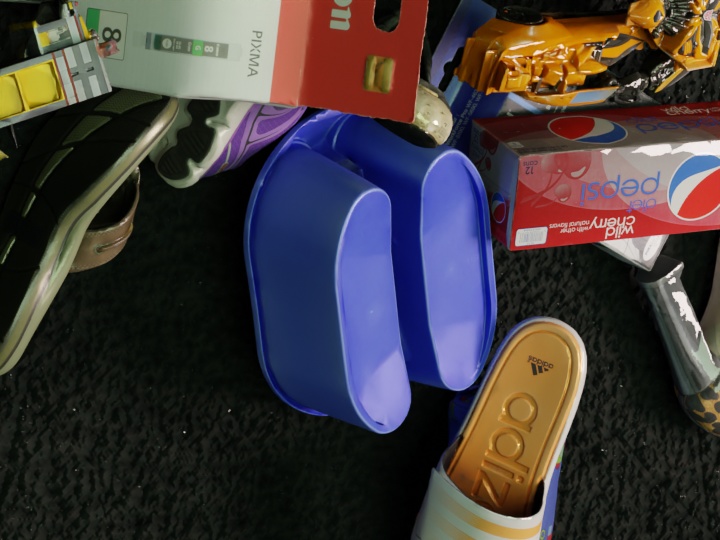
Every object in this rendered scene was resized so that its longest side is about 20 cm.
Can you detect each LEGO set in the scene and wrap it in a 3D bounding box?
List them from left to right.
[{"bbox_3d":[-0.208,-0.139,1.309,0.115,0.200,0.155,-20,93,-23],"label":"LEGO set"}]

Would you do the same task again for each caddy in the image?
[{"bbox_3d":[0.000,0.000,1.482,0.141,0.105,0.201,-26,122,-35],"label":"caddy"}]

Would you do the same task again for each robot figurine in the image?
[{"bbox_3d":[0.152,-0.160,1.482,0.199,0.058,0.146,-8,120,-35],"label":"robot figurine"}]

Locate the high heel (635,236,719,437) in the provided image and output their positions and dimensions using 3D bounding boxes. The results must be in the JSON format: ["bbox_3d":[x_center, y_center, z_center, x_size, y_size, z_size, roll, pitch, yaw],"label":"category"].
[{"bbox_3d":[0.286,0.017,1.641,0.199,0.071,0.143,-30,115,-11],"label":"high heel"}]

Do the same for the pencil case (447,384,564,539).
[{"bbox_3d":[0.081,0.171,1.570,0.078,0.086,0.202,-9,109,-64],"label":"pencil case"}]

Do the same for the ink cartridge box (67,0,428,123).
[{"bbox_3d":[-0.061,-0.170,1.326,0.050,0.199,0.162,-13,112,-66],"label":"ink cartridge box"}]

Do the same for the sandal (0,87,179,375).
[{"bbox_3d":[-0.169,-0.026,1.422,0.057,0.080,0.202,28,97,-43],"label":"sandal"}]

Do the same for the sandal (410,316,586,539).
[{"bbox_3d":[0.078,0.127,1.494,0.079,0.059,0.208,19,101,12],"label":"sandal"}]

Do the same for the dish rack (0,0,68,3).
[{"bbox_3d":[-0.129,-0.220,1.406,0.199,0.055,0.155,0,100,-23],"label":"dish rack"}]

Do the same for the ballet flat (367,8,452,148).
[{"bbox_3d":[0.021,-0.116,1.418,0.066,0.200,0.057,36,99,-17],"label":"ballet flat"}]

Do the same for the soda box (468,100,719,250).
[{"bbox_3d":[0.167,-0.061,1.521,0.199,0.070,0.064,-5,114,-23],"label":"soda box"}]

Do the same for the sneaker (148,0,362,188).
[{"bbox_3d":[-0.051,-0.128,1.414,0.083,0.200,0.081,-9,63,-48],"label":"sneaker"}]

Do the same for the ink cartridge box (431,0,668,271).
[{"bbox_3d":[0.127,-0.087,1.560,0.199,0.039,0.100,28,89,-26],"label":"ink cartridge box"}]
